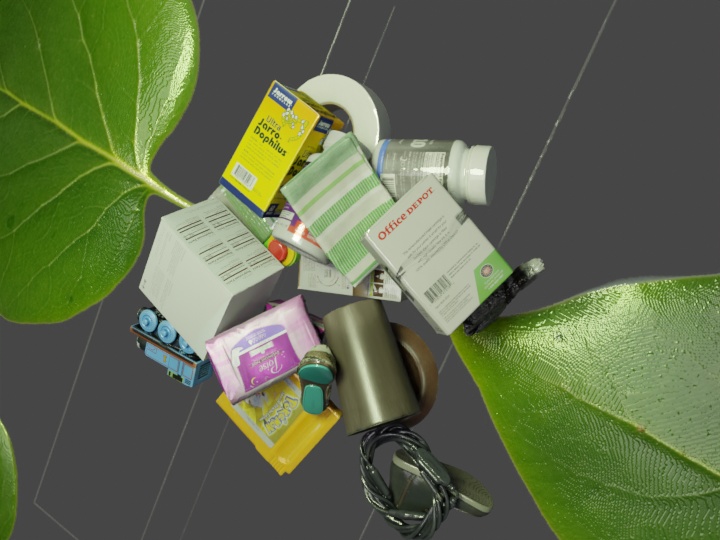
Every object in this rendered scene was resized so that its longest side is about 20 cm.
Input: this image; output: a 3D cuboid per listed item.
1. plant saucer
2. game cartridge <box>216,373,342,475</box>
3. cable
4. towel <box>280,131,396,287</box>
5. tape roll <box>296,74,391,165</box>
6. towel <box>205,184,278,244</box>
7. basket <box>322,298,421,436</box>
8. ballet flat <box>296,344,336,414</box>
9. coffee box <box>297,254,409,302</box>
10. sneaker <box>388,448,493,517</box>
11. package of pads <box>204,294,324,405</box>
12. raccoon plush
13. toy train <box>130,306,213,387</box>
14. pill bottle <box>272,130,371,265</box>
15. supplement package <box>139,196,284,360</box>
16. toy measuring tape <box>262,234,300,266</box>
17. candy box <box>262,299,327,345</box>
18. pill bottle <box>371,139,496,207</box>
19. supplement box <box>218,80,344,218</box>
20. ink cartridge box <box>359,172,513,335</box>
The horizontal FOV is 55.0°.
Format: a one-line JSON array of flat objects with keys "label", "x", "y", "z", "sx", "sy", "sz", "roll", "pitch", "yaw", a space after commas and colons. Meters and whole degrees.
[{"label": "plant saucer", "x": 0.045, "y": 0.199, "z": 1.270, "sx": 0.195, "sy": 0.034, "sz": 0.206, "roll": 2, "pitch": 96, "yaw": 23}, {"label": "game cartridge", "x": -0.154, "y": 0.257, "z": 1.292, "sx": 0.200, "sy": 0.032, "sz": 0.177, "roll": 45, "pitch": 107, "yaw": 11}, {"label": "cable", "x": 0.072, "y": 0.365, "z": 1.205, "sx": 0.199, "sy": 0.050, "sz": 0.165, "roll": 42, "pitch": 118, "yaw": 22}, {"label": "towel", "x": -0.015, "y": -0.095, "z": 1.106, "sx": 0.152, "sy": 0.023, "sz": 0.202, "roll": -41, "pitch": 112, "yaw": -15}, {"label": "tape roll", "x": -0.046, "y": -0.247, "z": 1.254, "sx": 0.197, "sy": 0.071, "sz": 0.208, "roll": 2, "pitch": 95, "yaw": 22}, {"label": "towel", "x": -0.203, "y": -0.138, "z": 1.354, "sx": 0.200, "sy": 0.031, "sz": 0.150, "roll": -42, "pitch": 81, "yaw": 17}, {"label": "basket", "x": 0.013, "y": 0.164, "z": 1.187, "sx": 0.133, "sy": 0.181, "sz": 0.205, "roll": -17, "pitch": 76, "yaw": 3}, {"label": "ballet flat", "x": -0.072, "y": 0.171, "z": 1.167, "sx": 0.066, "sy": 0.202, "sz": 0.077, "roll": 11, "pitch": 55, "yaw": 1}, {"label": "coffee box", "x": 0.000, "y": 0.000, "z": 1.230, "sx": 0.195, "sy": 0.114, "sz": 0.082, "roll": 6, "pitch": 96, "yaw": 21}, {"label": "sneaker", "x": 0.138, "y": 0.407, "z": 1.232, "sx": 0.197, "sy": 0.074, "sz": 0.109, "roll": 20, "pitch": 106, "yaw": 29}, {"label": "package of pads", "x": -0.164, "y": 0.140, "z": 1.226, "sx": 0.196, "sy": 0.076, "sz": 0.123, "roll": -26, "pitch": 84, "yaw": -9}, {"label": "raccoon plush", "x": 0.200, "y": 0.015, "z": 1.183, "sx": 0.198, "sy": 0.097, "sz": 0.135, "roll": -36, "pitch": 67, "yaw": -5}, {"label": "toy train", "x": -0.383, "y": 0.149, "z": 1.418, "sx": 0.196, "sy": 0.086, "sz": 0.117, "roll": 23, "pitch": 108, "yaw": 19}, {"label": "pill bottle", "x": -0.059, "y": -0.123, "z": 1.156, "sx": 0.109, "sy": 0.111, "sz": 0.204, "roll": 23, "pitch": 84, "yaw": 19}, {"label": "supplement package", "x": -0.282, "y": 0.014, "z": 1.302, "sx": 0.200, "sy": 0.146, "sz": 0.193, "roll": 44, "pitch": 130, "yaw": 14}, {"label": "toy measuring tape", "x": -0.116, "y": -0.063, "z": 1.284, "sx": 0.199, "sy": 0.073, "sz": 0.074, "roll": -40, "pitch": 79, "yaw": 37}, {"label": "candy box", "x": -0.143, "y": 0.176, "z": 1.331, "sx": 0.134, "sy": 0.061, "sz": 0.205, "roll": 21, "pitch": 102, "yaw": 19}, {"label": "pill bottle", "x": 0.124, "y": -0.162, "z": 1.167, "sx": 0.195, "sy": 0.113, "sz": 0.117, "roll": 5, "pitch": 96, "yaw": 21}, {"label": "supplement box", "x": -0.136, "y": -0.204, "z": 1.198, "sx": 0.109, "sy": 0.108, "sz": 0.202, "roll": 37, "pitch": 106, "yaw": 16}, {"label": "ink cartridge box", "x": 0.115, "y": -0.024, "z": 1.078, "sx": 0.145, "sy": 0.084, "sz": 0.201, "roll": -41, "pitch": 92, "yaw": -6}]
